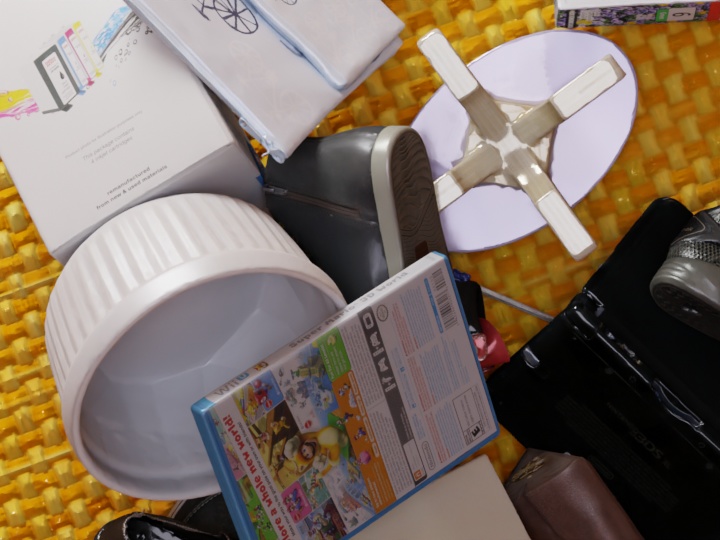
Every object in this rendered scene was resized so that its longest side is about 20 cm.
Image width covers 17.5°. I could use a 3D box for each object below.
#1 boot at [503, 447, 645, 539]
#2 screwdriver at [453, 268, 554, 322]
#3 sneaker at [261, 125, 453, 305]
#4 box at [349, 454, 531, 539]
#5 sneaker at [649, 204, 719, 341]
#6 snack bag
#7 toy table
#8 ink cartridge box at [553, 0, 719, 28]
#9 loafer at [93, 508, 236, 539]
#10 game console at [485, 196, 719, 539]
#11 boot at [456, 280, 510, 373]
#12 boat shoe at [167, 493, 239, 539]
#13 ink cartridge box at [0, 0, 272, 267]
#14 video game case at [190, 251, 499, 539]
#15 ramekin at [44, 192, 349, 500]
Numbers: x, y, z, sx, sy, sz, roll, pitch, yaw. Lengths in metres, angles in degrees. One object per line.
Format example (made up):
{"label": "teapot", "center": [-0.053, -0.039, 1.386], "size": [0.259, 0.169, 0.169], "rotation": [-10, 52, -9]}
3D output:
{"label": "boot", "center": [0.202, 0.190, 1.634], "size": [0.186, 0.064, 0.200], "rotation": [-37, 93, 30]}
{"label": "screwdriver", "center": [0.094, 0.013, 1.679], "size": [0.199, 0.028, 0.029], "rotation": [18, 96, -2]}
{"label": "sneaker", "center": [0.000, 0.000, 1.571], "size": [0.106, 0.075, 0.201], "rotation": [2, 105, 33]}
{"label": "box", "center": [0.013, 0.206, 1.601], "size": [0.199, 0.095, 0.078], "rotation": [-23, 81, -38]}
{"label": "sneaker", "center": [0.308, 0.017, 1.627], "size": [0.199, 0.076, 0.115], "rotation": [31, 71, -4]}
{"label": "snack bag", "center": [-0.073, -0.183, 1.570], "size": [0.189, 0.200, 0.021], "rotation": [46, 129, -3]}
{"label": "toy table", "center": [0.105, -0.091, 1.626], "size": [0.184, 0.117, 0.200], "rotation": [42, 96, 0]}
{"label": "ink cartridge box", "center": [0.233, -0.231, 1.632], "size": [0.199, 0.050, 0.110], "rotation": [-2, 78, 3]}
{"label": "loafer", "center": [-0.093, 0.224, 1.624], "size": [0.199, 0.071, 0.073], "rotation": [20, 63, -4]}
{"label": "game console", "center": [0.219, 0.085, 1.673], "size": [0.200, 0.116, 0.176], "rotation": [43, 125, -3]}
{"label": "boot", "center": [0.027, 0.090, 1.612], "size": [0.143, 0.073, 0.201], "rotation": [1, 56, 14]}
{"label": "boat shoe", "center": [-0.056, 0.156, 1.670], "size": [0.199, 0.071, 0.072], "rotation": [-29, 91, 5]}
{"label": "ink cartridge box", "center": [-0.172, -0.107, 1.595], "size": [0.144, 0.147, 0.201], "rotation": [-31, 69, 3]}
{"label": "video game case", "center": [-0.005, 0.096, 1.501], "size": [0.199, 0.018, 0.144], "rotation": [-32, 121, -25]}
{"label": "ramekin", "center": [-0.111, 0.044, 1.521], "size": [0.200, 0.200, 0.105], "rotation": [-37, 48, 4]}
